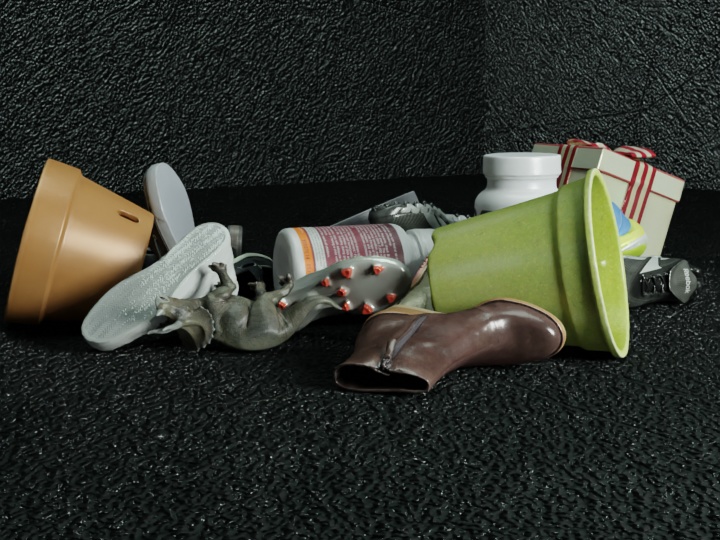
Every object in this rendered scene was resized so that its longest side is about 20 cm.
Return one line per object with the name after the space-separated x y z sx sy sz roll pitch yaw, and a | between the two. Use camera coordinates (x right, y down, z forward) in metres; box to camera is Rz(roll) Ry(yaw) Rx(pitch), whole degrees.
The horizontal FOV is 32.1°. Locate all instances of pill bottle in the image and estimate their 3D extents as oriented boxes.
0.000 0.000 1.557 0.200 0.114 0.114 -3 9 -17 | pill bottle
0.197 -0.042 1.535 0.116 0.200 0.116 0 9 0 | pill bottle

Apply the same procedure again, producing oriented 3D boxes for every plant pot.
-0.333 -0.019 1.505 0.140 0.200 0.200 16 5 -12 | plant pot
0.176 0.006 1.335 0.184 0.200 0.200 -9 5 19 | plant pot

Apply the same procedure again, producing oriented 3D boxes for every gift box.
0.350 -0.092 1.833 0.200 0.187 0.185 15 0 -35 | gift box

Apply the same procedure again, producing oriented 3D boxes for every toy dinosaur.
-0.124 0.051 1.355 0.200 0.102 0.077 10 -30 -8 | toy dinosaur

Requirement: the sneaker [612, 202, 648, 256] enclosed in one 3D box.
0.278 -0.032 1.672 0.200 0.105 0.076 -20 -26 -16 | sneaker

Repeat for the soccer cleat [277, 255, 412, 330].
-0.027 0.021 1.406 0.200 0.069 0.078 -19 15 29 | soccer cleat

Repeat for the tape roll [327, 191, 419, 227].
-0.002 -0.047 1.804 0.200 0.066 0.200 -23 1 1 | tape roll

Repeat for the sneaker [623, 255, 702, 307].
0.385 0.012 1.625 0.090 0.067 0.200 3 6 36 | sneaker

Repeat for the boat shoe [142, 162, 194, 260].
-0.243 -0.039 1.589 0.057 0.200 0.069 -7 24 22 | boat shoe

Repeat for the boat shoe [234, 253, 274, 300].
-0.157 0.023 1.582 0.066 0.075 0.199 37 17 26 | boat shoe

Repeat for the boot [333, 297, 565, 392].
0.088 0.084 1.209 0.200 0.072 0.166 4 21 17 | boot

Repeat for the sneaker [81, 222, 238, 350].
-0.215 0.047 1.409 0.200 0.116 0.074 -39 55 -23 | sneaker

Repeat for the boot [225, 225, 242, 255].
-0.260 -0.037 1.789 0.174 0.069 0.200 4 -13 -9 | boot

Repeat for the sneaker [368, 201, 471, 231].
0.088 -0.039 1.671 0.066 0.091 0.200 -9 -13 40 | sneaker

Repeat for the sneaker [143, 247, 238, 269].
-0.263 -0.001 1.663 0.200 0.076 0.088 -7 -12 11 | sneaker

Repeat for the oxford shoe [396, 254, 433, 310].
0.093 0.030 1.462 0.074 0.071 0.200 25 40 21 | oxford shoe
